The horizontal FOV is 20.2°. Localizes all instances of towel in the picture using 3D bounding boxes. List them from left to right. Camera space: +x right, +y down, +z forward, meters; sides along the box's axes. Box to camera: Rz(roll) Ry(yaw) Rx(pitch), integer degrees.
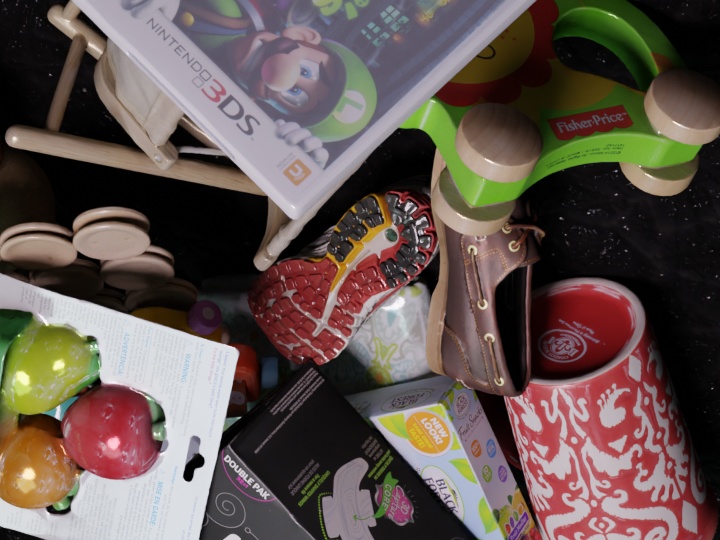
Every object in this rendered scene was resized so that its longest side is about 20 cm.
[{"bbox_3d":[-0.026,0.084,1.495,0.200,0.048,0.171,0,120,27],"label":"towel"}]

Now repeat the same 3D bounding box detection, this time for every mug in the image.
[{"bbox_3d":[0.148,0.114,1.422,0.177,0.134,0.200,-1,133,23],"label":"mug"}]

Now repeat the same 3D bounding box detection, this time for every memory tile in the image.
[{"bbox_3d":[-0.220,0.008,1.353,0.200,0.017,0.153,-9,154,12],"label":"memory tile"}]

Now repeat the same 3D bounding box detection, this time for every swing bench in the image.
[{"bbox_3d":[-0.083,-0.130,1.250,0.200,0.130,0.199,25,141,-18],"label":"swing bench"}]

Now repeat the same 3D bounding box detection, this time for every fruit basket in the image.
[{"bbox_3d":[-0.188,0.098,1.324,0.200,0.094,0.185,14,115,2],"label":"fruit basket"}]

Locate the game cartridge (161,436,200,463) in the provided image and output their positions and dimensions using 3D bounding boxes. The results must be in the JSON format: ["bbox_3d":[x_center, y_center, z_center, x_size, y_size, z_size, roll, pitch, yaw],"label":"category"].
[{"bbox_3d":[-0.146,0.184,1.713,0.133,0.041,0.200,-1,136,31],"label":"game cartridge"}]

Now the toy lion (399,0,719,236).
[{"bbox_3d":[0.085,-0.122,1.163,0.200,0.192,0.069,-12,149,-24],"label":"toy lion"}]

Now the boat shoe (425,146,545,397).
[{"bbox_3d":[0.088,-0.015,1.298,0.070,0.070,0.200,20,121,38],"label":"boat shoe"}]

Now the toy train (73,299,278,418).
[{"bbox_3d":[-0.155,0.075,1.420,0.200,0.056,0.150,-1,154,-5],"label":"toy train"}]

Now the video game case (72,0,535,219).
[{"bbox_3d":[-0.026,-0.156,1.099,0.182,0.200,0.023,45,168,10],"label":"video game case"}]

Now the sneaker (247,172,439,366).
[{"bbox_3d":[0.000,0.000,1.385,0.200,0.082,0.078,-34,91,40],"label":"sneaker"}]

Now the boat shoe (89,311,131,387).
[{"bbox_3d":[-0.200,0.051,1.510,0.202,0.072,0.060,33,177,-20],"label":"boat shoe"}]

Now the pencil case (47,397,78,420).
[{"bbox_3d":[-0.256,0.083,1.567,0.200,0.092,0.085,61,167,-13],"label":"pencil case"}]

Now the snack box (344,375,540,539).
[{"bbox_3d":[0.012,0.160,1.459,0.200,0.053,0.142,-14,111,33],"label":"snack box"}]

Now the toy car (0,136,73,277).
[{"bbox_3d":[-0.281,-0.046,1.428,0.158,0.164,0.200,-12,143,35],"label":"toy car"}]

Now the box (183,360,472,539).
[{"bbox_3d":[-0.036,0.196,1.394,0.200,0.124,0.149,48,128,-2],"label":"box"}]
